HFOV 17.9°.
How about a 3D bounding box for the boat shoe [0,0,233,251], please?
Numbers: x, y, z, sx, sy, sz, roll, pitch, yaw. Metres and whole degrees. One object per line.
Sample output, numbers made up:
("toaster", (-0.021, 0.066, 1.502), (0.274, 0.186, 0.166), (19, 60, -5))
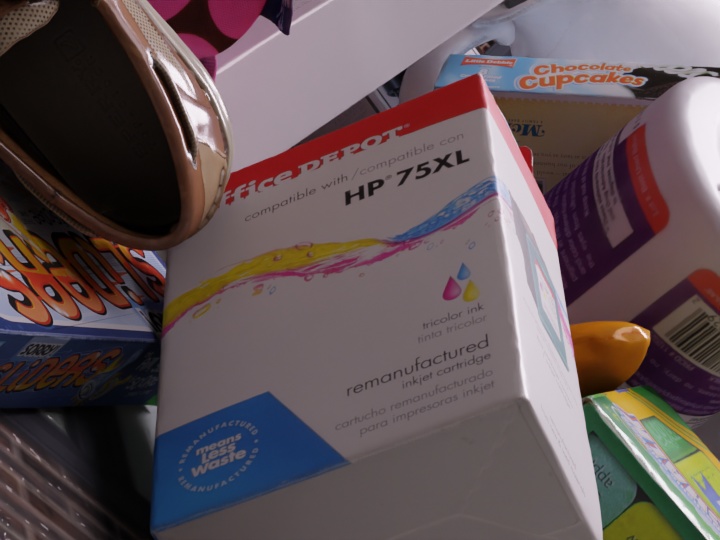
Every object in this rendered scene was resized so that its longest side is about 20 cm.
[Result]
("boat shoe", (-0.108, -0.085, 0.670), (0.200, 0.076, 0.072), (45, 11, -17))

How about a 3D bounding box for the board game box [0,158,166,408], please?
("board game box", (-0.122, -0.020, 0.683), (0.136, 0.034, 0.200), (51, 9, 11))

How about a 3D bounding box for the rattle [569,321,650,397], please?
("rattle", (0.000, 0.000, 0.869), (0.129, 0.143, 0.201), (21, 30, -31))

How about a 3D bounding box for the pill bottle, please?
("pill bottle", (0.099, 0.022, 0.933), (0.111, 0.200, 0.112), (29, 39, -27))

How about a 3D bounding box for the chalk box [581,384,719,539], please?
("chalk box", (0.080, 0.124, 0.770), (0.125, 0.124, 0.200), (50, 10, 9))

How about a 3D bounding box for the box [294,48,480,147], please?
("box", (-0.011, -0.116, 1.113), (0.201, 0.060, 0.117), (53, 32, 2))

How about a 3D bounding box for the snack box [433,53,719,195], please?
("snack box", (0.133, -0.030, 0.990), (0.037, 0.198, 0.117), (-62, 152, -55))

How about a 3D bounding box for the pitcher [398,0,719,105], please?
("pitcher", (0.109, -0.096, 1.089), (0.121, 0.172, 0.200), (30, -6, 44))

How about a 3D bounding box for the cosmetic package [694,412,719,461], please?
("cosmetic package", (0.156, 0.059, 1.129), (0.123, 0.200, 0.199), (54, 11, 14))

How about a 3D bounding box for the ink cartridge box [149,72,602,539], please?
("ink cartridge box", (0.002, 0.015, 0.706), (0.201, 0.115, 0.068), (-94, 159, -53))

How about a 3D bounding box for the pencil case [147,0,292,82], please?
("pencil case", (-0.120, -0.122, 0.770), (0.199, 0.094, 0.091), (7, 21, -35))

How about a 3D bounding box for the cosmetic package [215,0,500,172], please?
("cosmetic package", (-0.021, -0.104, 0.946), (0.082, 0.200, 0.051), (15, -50, 41))
